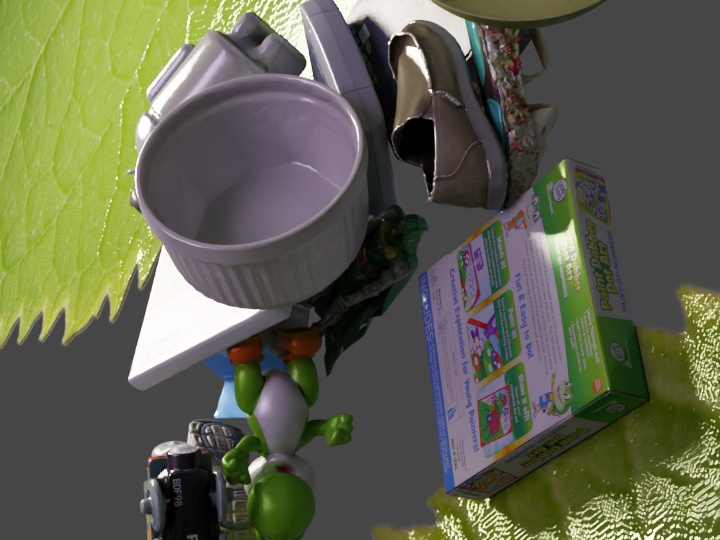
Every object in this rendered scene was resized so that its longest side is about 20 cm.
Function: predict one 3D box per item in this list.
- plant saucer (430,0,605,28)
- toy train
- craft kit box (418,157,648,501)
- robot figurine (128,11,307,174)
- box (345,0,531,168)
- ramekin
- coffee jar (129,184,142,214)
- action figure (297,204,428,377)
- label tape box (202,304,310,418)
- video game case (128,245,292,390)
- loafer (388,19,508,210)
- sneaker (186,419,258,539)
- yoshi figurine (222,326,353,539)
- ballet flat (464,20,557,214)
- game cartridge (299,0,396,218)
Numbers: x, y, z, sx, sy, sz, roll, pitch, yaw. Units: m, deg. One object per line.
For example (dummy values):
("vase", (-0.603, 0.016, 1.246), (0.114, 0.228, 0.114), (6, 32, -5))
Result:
("plant saucer", (0.125, -0.254, 1.331), (0.031, 0.197, 0.201), (84, 172, -50))
("toy train", (-0.157, 0.251, 1.498), (0.114, 0.084, 0.203), (-166, 71, -72))
("craft kit box", (0.127, 0.048, 1.308), (0.197, 0.048, 0.202), (-41, 45, 45))
("robot figurine", (-0.140, -0.150, 1.627), (0.200, 0.113, 0.170), (-50, 57, 4))
("box", (0.062, -0.213, 1.505), (0.158, 0.051, 0.201), (-53, 39, 30))
("ramekin", (-0.085, -0.060, 1.429), (0.106, 0.198, 0.201), (75, 176, -48))
("coffee jar", (-0.160, -0.125, 1.764), (0.201, 0.104, 0.086), (-55, 6, 30))
("action figure", (0.000, 0.000, 1.512), (0.200, 0.054, 0.119), (-41, 57, 46))
("label tape box", (-0.113, 0.041, 1.661), (0.143, 0.066, 0.203), (-7, 69, 54))
("video game case", (-0.125, 0.002, 1.539), (0.199, 0.023, 0.184), (-27, 39, 36))
("loafer", (0.057, -0.128, 1.361), (0.076, 0.069, 0.201), (97, 157, -45))
("sneaker", (-0.133, 0.235, 1.626), (0.201, 0.074, 0.088), (-109, 35, -52))
("yoshi figurine", (-0.071, 0.156, 1.508), (0.111, 0.112, 0.203), (1, 98, 31))
("ballet flat", (0.126, -0.146, 1.356), (0.076, 0.063, 0.203), (-161, 62, -84))
("game cartridge", (-0.011, -0.156, 1.545), (0.134, 0.040, 0.201), (75, 176, -47))
